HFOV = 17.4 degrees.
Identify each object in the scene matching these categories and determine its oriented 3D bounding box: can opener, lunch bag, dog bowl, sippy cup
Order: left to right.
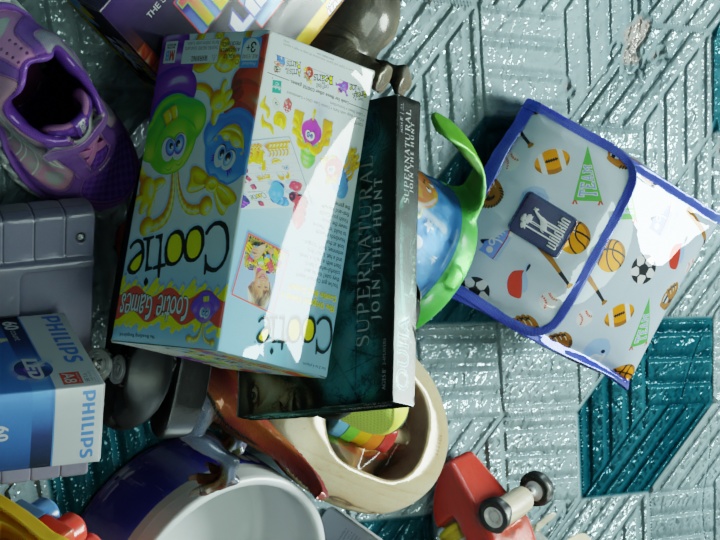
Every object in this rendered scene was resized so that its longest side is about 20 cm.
[{"bbox_3d":[-0.139,0.009,1.562,0.078,0.063,0.202,6,88,-49],"label":"can opener"},{"bbox_3d":[-0.125,0.228,1.759,0.199,0.079,0.202,-23,127,-34],"label":"dog bowl"},{"bbox_3d":[-0.006,-0.037,1.695,0.130,0.139,0.179,42,70,-37],"label":"sippy cup"},{"bbox_3d":[0.165,-0.023,1.875,0.199,0.124,0.171,29,91,-35],"label":"lunch bag"}]

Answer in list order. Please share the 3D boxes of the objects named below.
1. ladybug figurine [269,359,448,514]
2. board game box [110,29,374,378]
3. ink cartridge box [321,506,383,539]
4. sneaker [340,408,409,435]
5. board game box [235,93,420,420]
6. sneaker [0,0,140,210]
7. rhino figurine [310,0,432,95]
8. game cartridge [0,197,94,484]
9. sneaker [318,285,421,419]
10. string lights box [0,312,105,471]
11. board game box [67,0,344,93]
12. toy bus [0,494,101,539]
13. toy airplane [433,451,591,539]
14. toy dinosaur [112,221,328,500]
[{"bbox_3d":[-0.015,0.112,1.790,0.199,0.072,0.137,30,68,-42],"label":"ladybug figurine"},{"bbox_3d":[-0.075,-0.042,1.507,0.104,0.102,0.202,17,80,-46],"label":"board game box"},{"bbox_3d":[-0.014,0.312,1.843,0.201,0.176,0.045,-57,139,-2],"label":"ink cartridge box"},{"bbox_3d":[-0.041,0.060,1.652,0.200,0.078,0.091,45,38,-26],"label":"sneaker"},{"bbox_3d":[-0.022,-0.006,1.544,0.028,0.134,0.202,16,71,-49],"label":"board game box"},{"bbox_3d":[-0.192,-0.096,1.500,0.081,0.088,0.200,-52,141,-13],"label":"sneaker"},{"bbox_3d":[-0.009,-0.149,1.645,0.201,0.087,0.060,-60,154,-6],"label":"rhino figurine"},{"bbox_3d":[-0.240,0.052,1.551,0.129,0.038,0.202,-8,120,-24],"label":"game cartridge"},{"bbox_3d":[0.000,0.000,1.610,0.090,0.066,0.202,4,85,-53],"label":"sneaker"},{"bbox_3d":[-0.269,0.082,1.472,0.198,0.103,0.059,-5,117,-22],"label":"string lights box"},{"bbox_3d":[-0.084,-0.208,1.567,0.201,0.057,0.165,-53,139,-8],"label":"board game box"},{"bbox_3d":[-0.233,0.225,1.571,0.191,0.199,0.137,-28,132,-41],"label":"toy bus"},{"bbox_3d":[0.116,0.276,1.980,0.199,0.140,0.201,34,55,-35],"label":"toy airplane"},{"bbox_3d":[-0.111,0.052,1.625,0.105,0.198,0.183,-52,138,-51],"label":"toy dinosaur"}]
